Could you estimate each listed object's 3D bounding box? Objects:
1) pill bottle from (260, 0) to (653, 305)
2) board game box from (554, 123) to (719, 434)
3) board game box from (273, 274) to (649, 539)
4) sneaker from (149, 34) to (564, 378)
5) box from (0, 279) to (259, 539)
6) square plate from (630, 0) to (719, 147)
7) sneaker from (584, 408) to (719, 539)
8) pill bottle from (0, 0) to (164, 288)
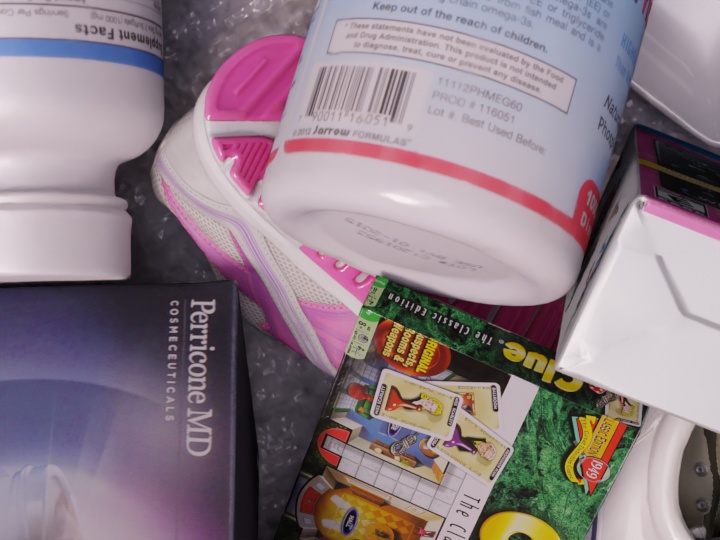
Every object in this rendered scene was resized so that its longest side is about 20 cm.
[{"bbox_3d":[0.044,-0.097,0.722,0.109,0.109,0.200,16,78,4],"label":"pill bottle"},{"bbox_3d":[0.147,0.014,0.724,0.147,0.200,0.064,22,100,2],"label":"board game box"},{"bbox_3d":[0.023,0.098,0.788,0.105,0.023,0.200,21,130,2],"label":"board game box"},{"bbox_3d":[0.000,0.000,0.806,0.200,0.088,0.081,50,60,-17],"label":"sneaker"},{"bbox_3d":[-0.136,0.114,0.742,0.198,0.123,0.200,-1,53,-1],"label":"box"},{"bbox_3d":[0.113,-0.181,0.792,0.200,0.028,0.198,37,99,1],"label":"square plate"},{"bbox_3d":[0.115,0.124,0.795,0.071,0.073,0.200,0,98,46],"label":"sneaker"},{"bbox_3d":[-0.127,-0.095,0.772,0.112,0.112,0.200,-1,87,6],"label":"pill bottle"}]
